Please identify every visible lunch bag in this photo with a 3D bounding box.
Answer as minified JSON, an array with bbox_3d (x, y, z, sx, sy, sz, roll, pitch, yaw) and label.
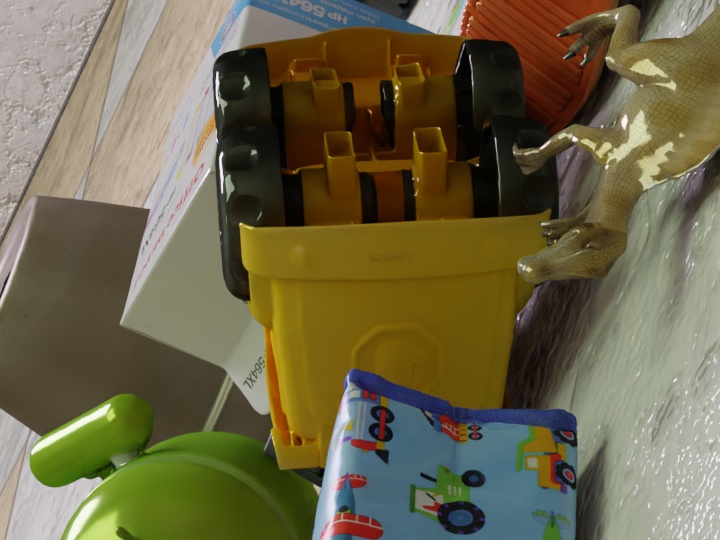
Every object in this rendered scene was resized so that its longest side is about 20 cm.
[{"bbox_3d":[0.013,0.164,1.101,0.151,0.094,0.200,-82,6,-48],"label":"lunch bag"}]

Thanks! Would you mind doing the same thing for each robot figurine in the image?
[{"bbox_3d":[-0.076,0.137,1.368,0.116,0.176,0.200,-27,1,8],"label":"robot figurine"}]

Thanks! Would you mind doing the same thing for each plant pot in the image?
[{"bbox_3d":[-0.134,0.041,1.738,0.200,0.173,0.200,-158,90,-78],"label":"plant pot"}]

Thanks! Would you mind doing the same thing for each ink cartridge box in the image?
[{"bbox_3d":[-0.036,-0.037,1.544,0.200,0.125,0.129,-80,17,-48],"label":"ink cartridge box"}]

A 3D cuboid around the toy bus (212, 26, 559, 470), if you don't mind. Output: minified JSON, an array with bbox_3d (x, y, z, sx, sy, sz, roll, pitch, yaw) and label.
[{"bbox_3d":[0.009,0.009,1.252,0.200,0.136,0.192,-101,7,-62],"label":"toy bus"}]

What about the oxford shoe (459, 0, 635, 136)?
[{"bbox_3d":[0.101,-0.130,1.292,0.073,0.071,0.200,-35,-20,-38],"label":"oxford shoe"}]

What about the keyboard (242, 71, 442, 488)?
[{"bbox_3d":[0.000,0.000,1.355,0.021,0.127,0.200,1,-64,-56],"label":"keyboard"}]

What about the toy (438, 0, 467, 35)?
[{"bbox_3d":[0.070,-0.122,1.412,0.115,0.047,0.200,-177,106,-81],"label":"toy"}]

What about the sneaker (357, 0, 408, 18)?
[{"bbox_3d":[-0.023,-0.177,1.861,0.200,0.082,0.073,137,151,-67],"label":"sneaker"}]

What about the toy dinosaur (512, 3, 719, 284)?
[{"bbox_3d":[0.119,-0.068,1.117,0.200,0.058,0.101,-57,27,-11],"label":"toy dinosaur"}]
